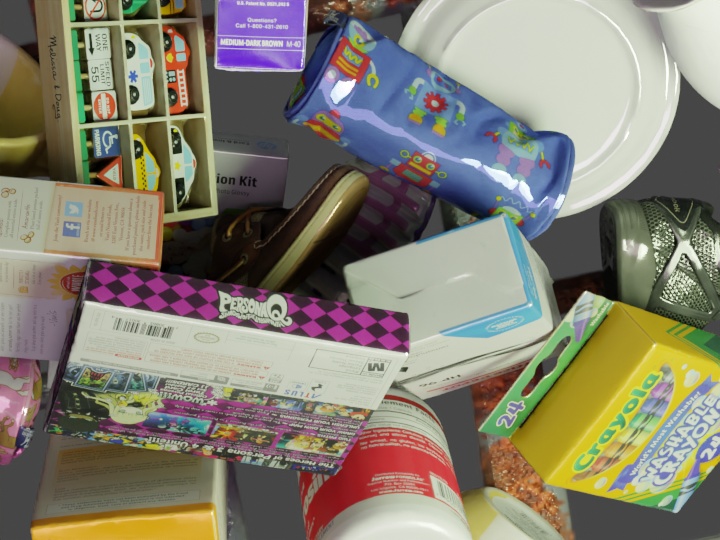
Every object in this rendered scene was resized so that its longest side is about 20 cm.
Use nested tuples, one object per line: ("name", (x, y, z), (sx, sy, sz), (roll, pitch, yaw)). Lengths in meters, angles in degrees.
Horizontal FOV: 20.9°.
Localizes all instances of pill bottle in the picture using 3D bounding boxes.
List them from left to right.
("pill bottle", (0.013, 0.155, 1.387), (0.112, 0.200, 0.112), (-4, 123, -6))

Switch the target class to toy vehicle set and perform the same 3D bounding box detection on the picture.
("toy vehicle set", (-0.152, -0.128, 1.270), (0.026, 0.124, 0.200), (2, 99, 40))

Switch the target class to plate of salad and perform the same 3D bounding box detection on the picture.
("plate of salad", (0.120, -0.130, 1.351), (0.200, 0.048, 0.200), (-1, 115, -1))

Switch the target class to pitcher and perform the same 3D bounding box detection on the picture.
("pitcher", (0.242, -0.194, 1.289), (0.121, 0.172, 0.200), (-32, 142, 24))

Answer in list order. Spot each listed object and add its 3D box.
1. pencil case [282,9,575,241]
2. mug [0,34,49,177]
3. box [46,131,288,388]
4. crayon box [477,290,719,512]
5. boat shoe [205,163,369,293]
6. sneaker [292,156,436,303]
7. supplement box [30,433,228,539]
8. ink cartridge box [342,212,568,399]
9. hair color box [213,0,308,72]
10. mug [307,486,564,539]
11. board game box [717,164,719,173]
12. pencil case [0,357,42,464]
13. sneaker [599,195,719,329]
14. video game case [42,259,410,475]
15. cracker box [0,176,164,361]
("pencil case", (0.047, -0.096, 1.297), (0.200, 0.087, 0.078), (27, 145, -13))
("mug", (-0.283, -0.061, 1.291), (0.187, 0.149, 0.153), (41, 120, 18))
("box", (-0.139, -0.004, 1.398), (0.156, 0.041, 0.200), (6, 113, -7))
("crayon box", (0.190, 0.095, 1.351), (0.200, 0.052, 0.126), (18, 115, -46))
("boat shoe", (-0.074, -0.010, 1.336), (0.072, 0.072, 0.200), (46, 122, 7))
("sneaker", (0.000, 0.000, 1.388), (0.080, 0.088, 0.200), (39, 111, 27))
("supplement box", (-0.158, 0.160, 1.383), (0.126, 0.200, 0.074), (-5, 112, 0))
("ink cartridge box", (0.073, 0.032, 1.326), (0.116, 0.200, 0.068), (-18, 73, 11))
("hair color box", (-0.061, -0.240, 1.255), (0.065, 0.109, 0.200), (0, 115, -3))
("mug", (0.067, 0.239, 1.473), (0.186, 0.149, 0.153), (32, 101, -24))
("board game box", (0.396, -0.081, 1.397), (0.200, 0.041, 0.200), (37, 107, -19))
("pencil case", (-0.331, 0.085, 1.404), (0.200, 0.087, 0.083), (10, 145, -8))
("sneaker", (0.235, 0.035, 1.420), (0.114, 0.076, 0.200), (-7, 117, -4))
("video game case", (-0.088, 0.066, 1.224), (0.200, 0.036, 0.181), (9, 148, -11))
("cracker box", (-0.226, -0.002, 1.207), (0.200, 0.058, 0.134), (5, 149, -8))
